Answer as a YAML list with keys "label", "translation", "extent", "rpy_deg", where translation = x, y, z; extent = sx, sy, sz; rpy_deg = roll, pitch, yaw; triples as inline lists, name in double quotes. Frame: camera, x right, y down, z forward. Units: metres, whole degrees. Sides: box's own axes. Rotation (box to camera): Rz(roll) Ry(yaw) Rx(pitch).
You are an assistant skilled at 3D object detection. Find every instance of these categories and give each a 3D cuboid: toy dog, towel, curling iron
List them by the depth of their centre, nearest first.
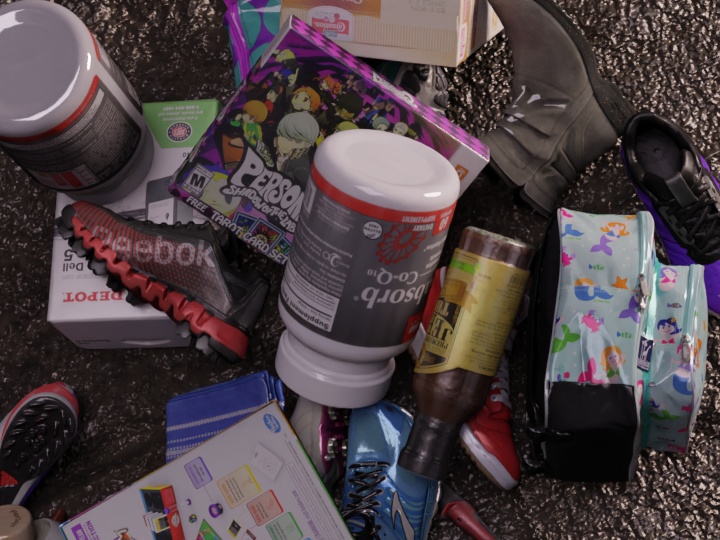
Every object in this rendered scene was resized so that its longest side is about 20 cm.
- label: "curling iron"
  translation: [0.074, 0.205, 1.660]
  extent: [0.050, 0.026, 0.200]
  rpy_deg: [-39, 68, -3]
- label: "towel"
  translation: [-0.119, 0.190, 1.674]
  extent: [0.145, 0.024, 0.200]
  rpy_deg: [-16, 66, 43]
- label: "toy dog"
  translation: [-0.219, 0.240, 1.683]
  extent: [0.200, 0.132, 0.096]
  rpy_deg: [23, 41, 14]

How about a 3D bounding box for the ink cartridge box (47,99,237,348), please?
- label: "ink cartridge box"
  translation: [-0.186, -0.039, 1.766]
  extent: [0.145, 0.084, 0.200]
  rpy_deg: [-2, 72, 12]

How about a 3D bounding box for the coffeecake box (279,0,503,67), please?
- label: "coffeecake box"
  translation: [0.035, -0.233, 1.714]
  extent: [0.153, 0.200, 0.073]
  rpy_deg: [8, 110, 15]

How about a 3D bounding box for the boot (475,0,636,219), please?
- label: "boot"
  translation: [0.137, -0.140, 1.679]
  extent: [0.131, 0.200, 0.068]
  rpy_deg: [-46, 30, -8]

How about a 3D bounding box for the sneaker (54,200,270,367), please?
- label: "sneaker"
  translation: [-0.157, -0.009, 1.668]
  extent: [0.200, 0.071, 0.098]
  rpy_deg: [34, 83, 16]

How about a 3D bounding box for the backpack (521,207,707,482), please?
- label: "backpack"
  translation: [0.198, 0.051, 1.603]
  extent: [0.150, 0.178, 0.200]
  rpy_deg: [-3, 63, 4]

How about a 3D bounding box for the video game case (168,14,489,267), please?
- label: "video game case"
  translation: [-0.026, -0.083, 1.661]
  extent: [0.200, 0.036, 0.181]
  rpy_deg: [34, 113, -13]

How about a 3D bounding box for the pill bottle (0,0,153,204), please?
- label: "pill bottle"
  translation: [-0.242, -0.130, 1.655]
  extent: [0.116, 0.200, 0.116]
  rpy_deg: [-4, 71, 11]

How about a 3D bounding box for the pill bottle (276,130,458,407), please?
- label: "pill bottle"
  translation: [0.000, 0.000, 1.608]
  extent: [0.116, 0.116, 0.200]
  rpy_deg: [25, 120, 19]

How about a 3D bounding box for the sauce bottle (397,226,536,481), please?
- label: "sauce bottle"
  translation: [0.079, 0.066, 1.599]
  extent: [0.065, 0.065, 0.200]
  rpy_deg: [19, 91, 18]

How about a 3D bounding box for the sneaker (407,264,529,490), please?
- label: "sneaker"
  translation: [0.109, 0.075, 1.670]
  extent: [0.112, 0.071, 0.200]
  rpy_deg: [-31, 67, 5]

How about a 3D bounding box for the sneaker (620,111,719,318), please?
- label: "sneaker"
  translation: [0.268, -0.048, 1.656]
  extent: [0.070, 0.100, 0.200]
  rpy_deg: [-32, 68, 4]

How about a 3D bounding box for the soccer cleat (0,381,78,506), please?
- label: "soccer cleat"
  translation: [-0.311, 0.177, 1.745]
  extent: [0.068, 0.073, 0.200]
  rpy_deg: [39, 102, -9]

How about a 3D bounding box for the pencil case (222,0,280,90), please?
- label: "pencil case"
  translation: [-0.073, -0.147, 1.766]
  extent: [0.085, 0.092, 0.200]
  rpy_deg: [-35, 53, 46]

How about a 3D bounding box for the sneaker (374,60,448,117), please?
- label: "sneaker"
  translation: [0.018, -0.090, 1.752]
  extent: [0.080, 0.077, 0.200]
  rpy_deg: [13, 83, 54]

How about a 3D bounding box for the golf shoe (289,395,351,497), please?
- label: "golf shoe"
  translation: [-0.057, 0.169, 1.679]
  extent: [0.091, 0.075, 0.200]
  rpy_deg: [-1, 71, 17]

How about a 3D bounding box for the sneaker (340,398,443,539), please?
- label: "sneaker"
  translation: [0.016, 0.198, 1.630]
  extent: [0.078, 0.090, 0.200]
  rpy_deg: [-14, 71, 29]

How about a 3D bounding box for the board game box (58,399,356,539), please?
- label: "board game box"
  translation: [-0.115, 0.216, 1.584]
  extent: [0.200, 0.040, 0.153]
  rpy_deg: [-30, 65, -2]
